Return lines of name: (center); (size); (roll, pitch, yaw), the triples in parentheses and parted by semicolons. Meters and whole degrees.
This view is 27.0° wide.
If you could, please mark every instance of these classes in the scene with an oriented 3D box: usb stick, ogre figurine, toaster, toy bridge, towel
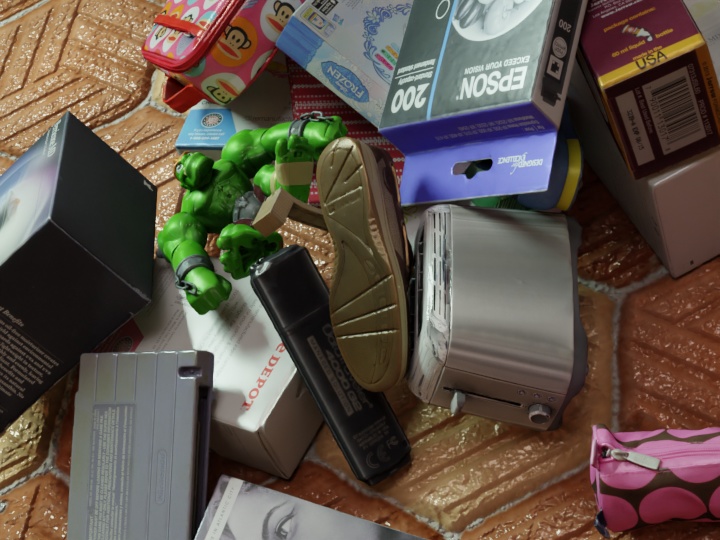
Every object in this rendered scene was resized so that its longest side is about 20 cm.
usb stick: (-0.023, 0.074, 1.195); (0.055, 0.202, 0.033); (-30, 5, -19)
ogre figurine: (-0.105, -0.056, 1.283); (0.119, 0.098, 0.202); (14, 81, 47)
toaster: (0.106, 0.026, 1.189); (0.127, 0.114, 0.202); (8, 56, -7)
toy bridge: (0.000, 0.000, 1.246); (0.027, 0.199, 0.068); (-36, 21, 39)
towel: (0.008, -0.141, 1.365); (0.142, 0.023, 0.202); (-4, 58, -6)

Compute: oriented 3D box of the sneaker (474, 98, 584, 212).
sneaker: (0.134, -0.111, 1.253); (0.077, 0.067, 0.201); (11, 25, -5)

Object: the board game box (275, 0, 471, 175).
board game box: (0.049, -0.199, 1.348); (0.198, 0.043, 0.200); (38, 43, -1)

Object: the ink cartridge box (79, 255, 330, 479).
ink cartridge box: (-0.117, 0.076, 1.284); (0.198, 0.083, 0.147); (15, 59, 31)

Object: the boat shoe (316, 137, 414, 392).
boat shoe: (0.017, -0.005, 1.189); (0.072, 0.072, 0.203); (-21, 74, 38)

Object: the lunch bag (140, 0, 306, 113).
lunch bag: (-0.130, -0.226, 1.390); (0.177, 0.082, 0.200); (-56, 24, -2)

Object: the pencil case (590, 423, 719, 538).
pencil case: (0.264, 0.141, 1.073); (0.197, 0.094, 0.092); (-9, 50, 14)

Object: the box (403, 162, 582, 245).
box: (0.080, -0.068, 1.353); (0.199, 0.037, 0.145); (25, 65, 33)

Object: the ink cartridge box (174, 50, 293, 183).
ink cartridge box: (-0.076, -0.170, 1.466); (0.143, 0.085, 0.202); (2, 53, 24)

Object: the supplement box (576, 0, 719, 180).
supplement box: (0.211, -0.188, 1.183); (0.085, 0.111, 0.201); (-23, 47, 8)

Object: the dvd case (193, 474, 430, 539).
dvd case: (-0.041, 0.248, 1.126); (0.197, 0.016, 0.150); (15, 59, 13)

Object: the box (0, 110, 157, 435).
box: (-0.288, -0.002, 1.318); (0.198, 0.123, 0.201); (-39, 28, 17)

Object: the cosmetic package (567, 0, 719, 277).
cosmetic package: (0.293, -0.139, 1.268); (0.198, 0.124, 0.201); (-28, 46, -2)

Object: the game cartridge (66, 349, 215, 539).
game cartridge: (-0.179, 0.166, 1.208); (0.128, 0.038, 0.203); (-4, 79, 34)

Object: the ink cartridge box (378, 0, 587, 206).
ink cartridge box: (0.093, -0.155, 1.178); (0.197, 0.043, 0.203); (-4, 70, 56)
